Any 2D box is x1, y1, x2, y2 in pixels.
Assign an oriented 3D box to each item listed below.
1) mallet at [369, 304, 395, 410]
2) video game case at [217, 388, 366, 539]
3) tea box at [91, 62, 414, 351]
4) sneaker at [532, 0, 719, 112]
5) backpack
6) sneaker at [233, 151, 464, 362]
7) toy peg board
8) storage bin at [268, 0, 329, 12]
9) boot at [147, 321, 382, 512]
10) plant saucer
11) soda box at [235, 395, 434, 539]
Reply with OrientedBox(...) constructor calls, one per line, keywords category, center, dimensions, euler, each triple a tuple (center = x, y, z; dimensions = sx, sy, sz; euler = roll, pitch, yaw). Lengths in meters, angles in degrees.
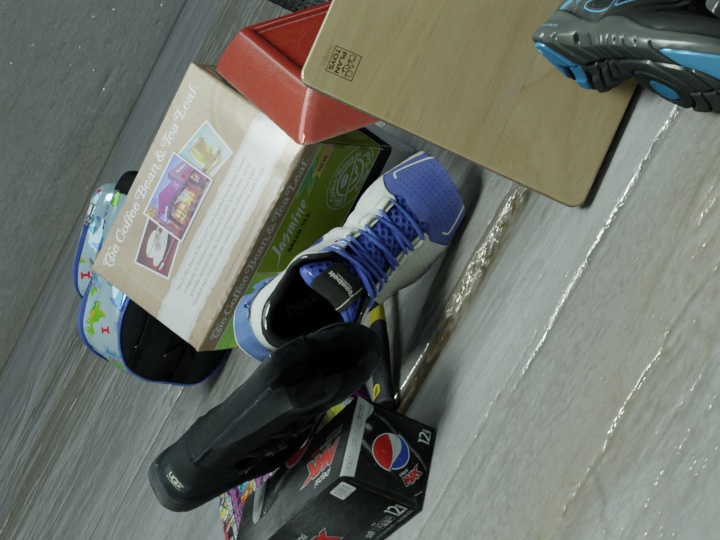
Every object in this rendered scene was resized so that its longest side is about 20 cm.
OrientedBox(category="mallet", center=(0.009, 0.045, 1.439), dimensions=(0.066, 0.041, 0.200), euler=(-52, 25, 38))
OrientedBox(category="video game case", center=(-0.060, 0.145, 1.510), dimensions=(0.182, 0.036, 0.200), euler=(-62, 16, 11))
OrientedBox(category="tea box", center=(-0.088, -0.053, 1.554), dimensions=(0.197, 0.133, 0.200), euler=(-3, -55, -61))
OrientedBox(category="sneaker", center=(0.173, -0.147, 1.073), dimensions=(0.082, 0.073, 0.200), euler=(-55, 29, -4))
OrientedBox(category="backpack", center=(-0.204, 0.010, 1.904), dimensions=(0.147, 0.183, 0.201), euler=(17, 90, 43))
OrientedBox(category="sneaker", center=(-0.001, 0.000, 1.337), dimensions=(0.199, 0.081, 0.115), euler=(-40, 7, -8))
OrientedBox(category="toy peg board", center=(0.090, -0.170, 1.215), dimensions=(0.098, 0.199, 0.200), euler=(91, -157, -90))
OrientedBox(category="storage bin", center=(-0.016, -0.373, 2.026), dimensions=(0.200, 0.094, 0.136), euler=(-45, 25, 54))
OrientedBox(category="boot", center=(-0.048, 0.086, 1.299), dimensions=(0.165, 0.066, 0.200), euler=(-38, -6, -43))
OrientedBox(category="plant saucer", center=(0.006, -0.172, 1.419), dimensions=(0.200, 0.199, 0.037), euler=(-135, 29, -57))
OrientedBox(category="soda box", center=(-0.024, 0.166, 1.310), dimensions=(0.200, 0.063, 0.071), euler=(-46, 25, 50))
